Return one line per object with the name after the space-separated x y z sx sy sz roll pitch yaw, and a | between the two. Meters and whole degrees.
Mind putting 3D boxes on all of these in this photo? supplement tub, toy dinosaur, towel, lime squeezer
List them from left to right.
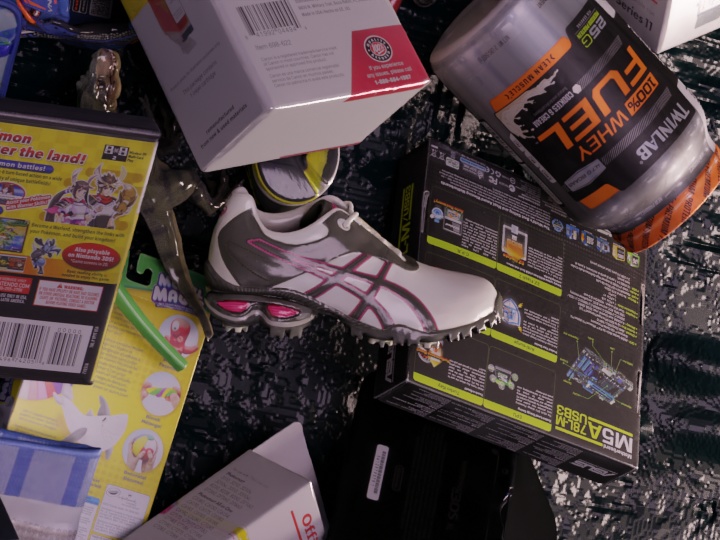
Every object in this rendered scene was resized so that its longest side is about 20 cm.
-0.256 0.191 1.547 0.146 0.024 0.201 13 105 -25 | towel
-0.170 -0.024 1.574 0.071 0.038 0.201 -1 69 -67 | lime squeezer
-0.126 -0.060 1.600 0.088 0.047 0.200 -44 114 -50 | toy dinosaur
0.154 -0.115 1.702 0.200 0.122 0.123 45 73 -10 | supplement tub

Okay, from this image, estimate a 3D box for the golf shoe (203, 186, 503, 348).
0.000 0.000 1.573 0.199 0.077 0.088 5 103 -14 | golf shoe

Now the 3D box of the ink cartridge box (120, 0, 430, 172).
-0.069 -0.176 1.546 0.145 0.083 0.200 -13 72 -43 | ink cartridge box

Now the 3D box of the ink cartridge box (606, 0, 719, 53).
0.223 -0.227 1.740 0.200 0.117 0.067 -23 141 -28 | ink cartridge box

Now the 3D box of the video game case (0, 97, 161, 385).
-0.238 -0.020 1.492 0.199 0.026 0.181 7 116 -24 | video game case

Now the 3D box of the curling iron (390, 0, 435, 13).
0.013 -0.148 1.699 0.050 0.026 0.200 35 78 -21 | curling iron

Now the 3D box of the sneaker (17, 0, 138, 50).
-0.214 -0.180 1.552 0.199 0.078 0.076 -1 93 -27 | sneaker

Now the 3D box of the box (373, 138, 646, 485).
0.109 0.029 1.708 0.200 0.047 0.194 21 60 -27 | box

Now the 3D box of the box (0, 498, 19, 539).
-0.285 0.235 1.479 0.148 0.107 0.201 -5 111 -19 | box

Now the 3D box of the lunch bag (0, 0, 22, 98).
-0.309 -0.134 1.463 0.199 0.083 0.161 7 130 -26 | lunch bag

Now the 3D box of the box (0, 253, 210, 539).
-0.177 0.083 1.605 0.117 0.048 0.201 20 86 -26 | box

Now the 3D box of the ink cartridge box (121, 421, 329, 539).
-0.082 0.202 1.619 0.200 0.068 0.115 -35 127 -29 | ink cartridge box

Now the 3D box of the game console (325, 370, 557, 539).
0.059 0.192 1.688 0.175 0.117 0.200 16 43 -3 | game console

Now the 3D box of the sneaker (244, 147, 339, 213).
-0.051 -0.126 1.647 0.074 0.085 0.201 14 65 -13 | sneaker
